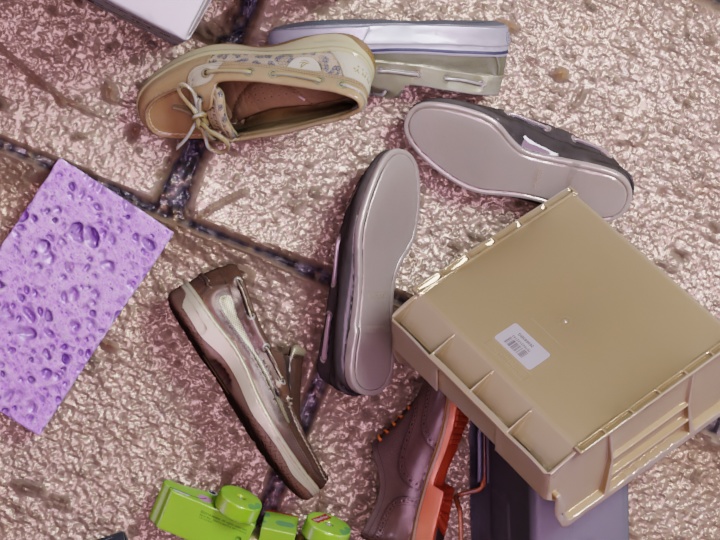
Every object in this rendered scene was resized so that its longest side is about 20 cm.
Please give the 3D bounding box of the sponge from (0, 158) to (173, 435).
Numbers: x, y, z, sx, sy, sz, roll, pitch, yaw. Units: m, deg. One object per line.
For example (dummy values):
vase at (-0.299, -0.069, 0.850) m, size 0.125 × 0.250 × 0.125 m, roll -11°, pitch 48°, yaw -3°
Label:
sponge at (-0.251, 0.022, 1.638) m, size 0.111 × 0.030 × 0.201 m, roll 34°, pitch 89°, yaw -9°

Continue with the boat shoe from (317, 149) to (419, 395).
boat shoe at (0.000, 0.000, 1.651) m, size 0.067 × 0.057 × 0.201 m, roll 9°, pitch 89°, yaw -43°

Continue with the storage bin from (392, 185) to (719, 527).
storage bin at (0.157, 0.066, 1.583) m, size 0.198 × 0.094 × 0.200 m, roll -32°, pitch 58°, yaw -21°

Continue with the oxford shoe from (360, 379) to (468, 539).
oxford shoe at (0.046, 0.133, 1.670) m, size 0.072 × 0.071 × 0.201 m, roll 10°, pitch 81°, yaw 14°

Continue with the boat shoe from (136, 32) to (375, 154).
boat shoe at (-0.087, -0.136, 1.598) m, size 0.199 × 0.063 × 0.073 m, roll -12°, pitch 131°, yaw 18°

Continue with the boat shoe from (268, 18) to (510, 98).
boat shoe at (0.025, -0.170, 1.641) m, size 0.199 × 0.072 × 0.062 m, roll 0°, pitch 100°, yaw -9°

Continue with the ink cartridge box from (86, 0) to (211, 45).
ink cartridge box at (-0.165, -0.265, 1.539) m, size 0.145 × 0.200 × 0.145 m, roll 27°, pitch 91°, yaw -9°

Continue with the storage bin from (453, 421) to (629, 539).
storage bin at (0.154, 0.208, 1.657) m, size 0.145 × 0.134 × 0.201 m, roll -2°, pitch 94°, yaw -8°

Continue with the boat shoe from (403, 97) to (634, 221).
boat shoe at (0.129, -0.094, 1.675) m, size 0.199 × 0.057 × 0.067 m, roll 20°, pitch 113°, yaw -5°

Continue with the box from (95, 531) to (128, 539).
box at (-0.261, 0.319, 1.650) m, size 0.199 × 0.051 × 0.159 m, roll -16°, pitch 98°, yaw -7°

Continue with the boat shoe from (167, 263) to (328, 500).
boat shoe at (-0.073, 0.086, 1.647) m, size 0.075 × 0.075 × 0.203 m, roll -33°, pitch 98°, yaw -10°

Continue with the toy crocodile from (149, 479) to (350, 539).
toy crocodile at (-0.074, 0.219, 1.666) m, size 0.199 × 0.062 × 0.068 m, roll 18°, pitch 106°, yaw -4°
